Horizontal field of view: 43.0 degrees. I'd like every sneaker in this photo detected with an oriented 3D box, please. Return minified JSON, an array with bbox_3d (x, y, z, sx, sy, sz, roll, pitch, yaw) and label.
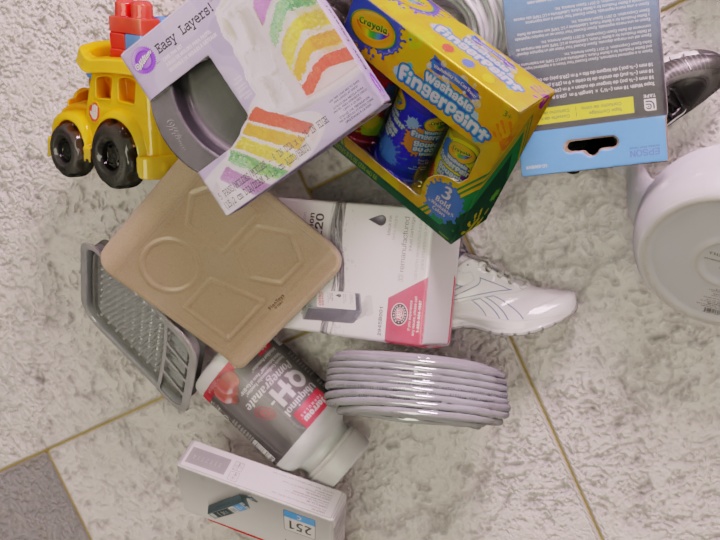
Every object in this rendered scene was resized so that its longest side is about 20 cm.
[{"bbox_3d":[0.279,-0.150,0.923,0.198,0.091,0.067,-23,124,20],"label":"sneaker"},{"bbox_3d":[0.140,0.026,1.012,0.197,0.074,0.089,1,96,14],"label":"sneaker"}]

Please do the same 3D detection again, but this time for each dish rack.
[{"bbox_3d":[-0.255,0.060,1.093,0.200,0.043,0.172,41,146,13],"label":"dish rack"}]

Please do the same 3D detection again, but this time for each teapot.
[{"bbox_3d":[0.373,-0.052,0.902,0.200,0.147,0.197,44,138,-14],"label":"teapot"}]

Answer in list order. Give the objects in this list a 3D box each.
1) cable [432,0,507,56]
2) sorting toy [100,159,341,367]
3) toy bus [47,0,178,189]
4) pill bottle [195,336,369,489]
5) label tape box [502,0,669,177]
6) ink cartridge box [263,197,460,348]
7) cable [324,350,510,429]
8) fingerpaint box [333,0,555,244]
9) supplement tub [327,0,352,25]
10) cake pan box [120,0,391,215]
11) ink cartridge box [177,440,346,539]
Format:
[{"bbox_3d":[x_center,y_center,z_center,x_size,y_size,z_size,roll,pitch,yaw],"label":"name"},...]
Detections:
[{"bbox_3d":[0.079,-0.249,0.975,0.197,0.069,0.203,15,104,12],"label":"cable"},{"bbox_3d":[-0.147,-0.015,0.972,0.199,0.037,0.185,40,110,-16],"label":"sorting toy"},{"bbox_3d":[-0.254,-0.198,1.006,0.198,0.135,0.195,13,112,37],"label":"toy bus"},{"bbox_3d":[-0.088,0.164,1.077,0.200,0.111,0.111,42,108,3],"label":"pill bottle"},{"bbox_3d":[0.216,-0.201,0.878,0.142,0.063,0.203,-4,101,17],"label":"label tape box"},{"bbox_3d":[0.000,0.000,1.004,0.197,0.084,0.148,6,90,29],"label":"ink cartridge box"},{"bbox_3d":[0.062,0.126,0.972,0.198,0.199,0.070,-2,78,44],"label":"cable"},{"bbox_3d":[0.061,-0.155,0.888,0.200,0.073,0.168,41,135,16],"label":"fingerpaint box"},{"bbox_3d":[-0.054,-0.320,0.933,0.121,0.123,0.203,2,75,14],"label":"supplement tub"},{"bbox_3d":[-0.101,-0.178,0.858,0.199,0.052,0.186,-31,94,15],"label":"cake pan box"},{"bbox_3d":[-0.115,0.299,1.096,0.197,0.045,0.178,16,135,15],"label":"ink cartridge box"}]
